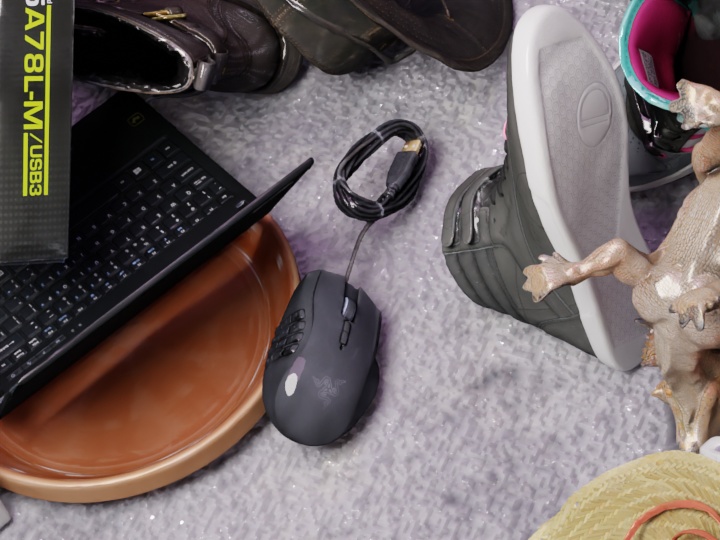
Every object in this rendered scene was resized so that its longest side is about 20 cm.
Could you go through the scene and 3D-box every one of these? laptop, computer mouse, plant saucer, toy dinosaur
[{"bbox_3d":[-0.139,-0.022,1.061,0.177,0.103,0.200,-38,54,-16],"label":"laptop"},{"bbox_3d":[0.000,0.000,1.074,0.059,0.034,0.200,28,56,-16],"label":"computer mouse"},{"bbox_3d":[-0.125,0.033,1.101,0.200,0.032,0.201,-6,52,8],"label":"plant saucer"},{"bbox_3d":[0.166,-0.012,0.953,0.086,0.135,0.200,46,112,30],"label":"toy dinosaur"}]

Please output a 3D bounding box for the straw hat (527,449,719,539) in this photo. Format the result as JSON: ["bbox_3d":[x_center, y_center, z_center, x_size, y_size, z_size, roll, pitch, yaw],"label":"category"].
[{"bbox_3d":[0.128,0.182,0.880,0.201,0.085,0.202,-33,43,37],"label":"straw hat"}]

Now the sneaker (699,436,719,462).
[{"bbox_3d":[0.205,0.087,0.954,0.088,0.081,0.200,34,73,27],"label":"sneaker"}]

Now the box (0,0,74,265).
[{"bbox_3d":[-0.201,-0.113,1.067,0.047,0.194,0.200,-2,10,-33],"label":"box"}]

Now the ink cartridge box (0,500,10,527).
[{"bbox_3d":[-0.277,0.125,0.994,0.083,0.145,0.200,34,67,32],"label":"ink cartridge box"}]

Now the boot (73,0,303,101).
[{"bbox_3d":[-0.137,-0.131,1.142,0.199,0.174,0.069,13,102,21],"label":"boot"}]

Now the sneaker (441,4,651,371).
[{"bbox_3d":[0.074,-0.041,1.011,0.099,0.200,0.071,16,50,37],"label":"sneaker"}]

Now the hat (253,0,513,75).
[{"bbox_3d":[-0.009,-0.156,1.169,0.081,0.200,0.201,-47,45,27],"label":"hat"}]

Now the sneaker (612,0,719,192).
[{"bbox_3d":[0.150,-0.091,1.022,0.200,0.121,0.084,-35,73,39],"label":"sneaker"}]
